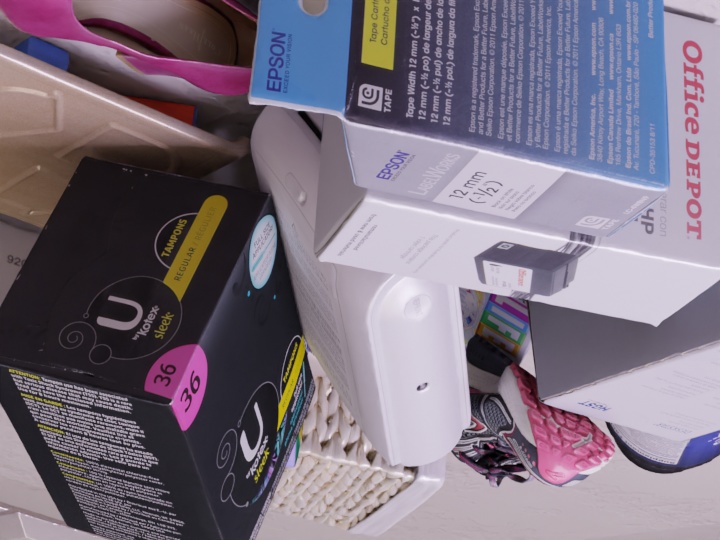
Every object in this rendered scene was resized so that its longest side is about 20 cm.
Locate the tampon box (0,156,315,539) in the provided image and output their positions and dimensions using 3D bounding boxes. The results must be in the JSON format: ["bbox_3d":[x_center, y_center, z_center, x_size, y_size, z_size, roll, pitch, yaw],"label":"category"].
[{"bbox_3d":[-0.118,0.060,1.004,0.125,0.151,0.201,12,146,16],"label":"tampon box"}]

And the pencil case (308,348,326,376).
[{"bbox_3d":[-0.003,0.046,1.235,0.198,0.079,0.089,7,-177,-7],"label":"pencil case"}]

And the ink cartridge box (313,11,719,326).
[{"bbox_3d":[0.085,-0.068,0.863,0.198,0.147,0.084,11,156,-17],"label":"ink cartridge box"}]

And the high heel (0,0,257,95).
[{"bbox_3d":[-0.106,-0.133,0.827,0.095,0.068,0.200,5,165,23],"label":"high heel"}]

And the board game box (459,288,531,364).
[{"bbox_3d":[0.063,-0.002,1.099,0.134,0.034,0.200,29,158,8],"label":"board game box"}]

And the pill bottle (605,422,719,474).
[{"bbox_3d":[0.237,0.083,1.248,0.110,0.113,0.200,2,158,4],"label":"pill bottle"}]

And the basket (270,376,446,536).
[{"bbox_3d":[-0.012,0.125,1.357,0.122,0.137,0.200,11,157,-12],"label":"basket"}]

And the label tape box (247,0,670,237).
[{"bbox_3d":[0.042,-0.108,0.774,0.198,0.145,0.066,10,156,-16],"label":"label tape box"}]

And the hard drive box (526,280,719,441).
[{"bbox_3d":[0.221,0.029,0.971,0.199,0.078,0.155,-23,152,37],"label":"hard drive box"}]

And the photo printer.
[{"bbox_3d":[0.000,0.000,0.992,0.069,0.167,0.201,-26,143,-12],"label":"photo printer"}]

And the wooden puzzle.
[{"bbox_3d":[-0.193,-0.083,1.010,0.199,0.047,0.184,16,155,-38],"label":"wooden puzzle"}]

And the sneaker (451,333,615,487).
[{"bbox_3d":[0.097,0.103,1.049,0.080,0.075,0.200,36,180,-12],"label":"sneaker"}]

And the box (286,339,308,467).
[{"bbox_3d":[-0.093,0.040,1.156,0.116,0.049,0.202,4,119,1],"label":"box"}]

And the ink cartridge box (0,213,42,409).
[{"bbox_3d":[-0.318,0.025,1.148,0.146,0.146,0.199,18,153,-29],"label":"ink cartridge box"}]
